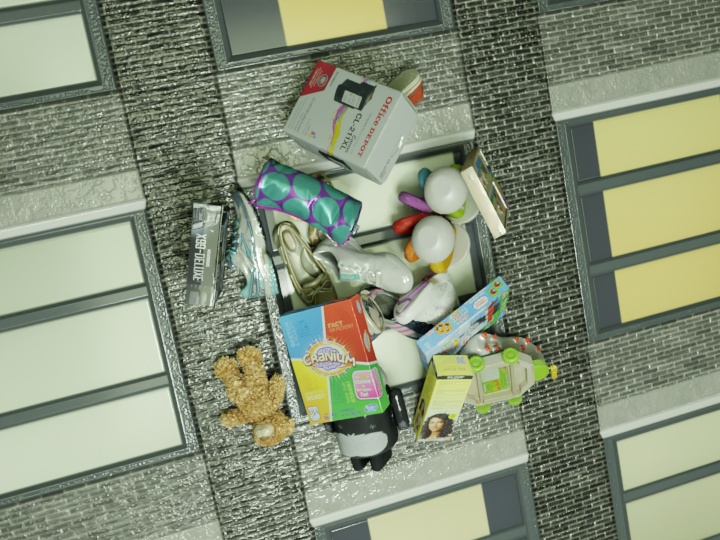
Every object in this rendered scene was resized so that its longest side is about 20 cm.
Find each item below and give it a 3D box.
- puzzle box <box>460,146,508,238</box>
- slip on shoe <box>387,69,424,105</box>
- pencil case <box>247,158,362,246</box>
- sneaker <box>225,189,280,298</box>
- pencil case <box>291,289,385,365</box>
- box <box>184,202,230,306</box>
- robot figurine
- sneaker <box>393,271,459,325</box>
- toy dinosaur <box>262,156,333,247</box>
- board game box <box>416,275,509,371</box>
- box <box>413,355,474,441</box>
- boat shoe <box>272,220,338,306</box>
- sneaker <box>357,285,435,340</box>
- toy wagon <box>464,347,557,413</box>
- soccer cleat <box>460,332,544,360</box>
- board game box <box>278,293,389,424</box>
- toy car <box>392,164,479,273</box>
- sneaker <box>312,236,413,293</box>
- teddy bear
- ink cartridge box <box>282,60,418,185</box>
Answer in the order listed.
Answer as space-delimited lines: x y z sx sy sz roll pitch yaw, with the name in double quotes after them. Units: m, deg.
0.236 -0.150 1.206 0.025 0.200 0.135 -25 102 21 "puzzle box"
0.042 -0.292 1.219 0.199 0.074 0.061 -41 133 0 "slip on shoe"
-0.094 -0.118 1.151 0.196 0.085 0.094 25 86 -7 "pencil case"
-0.212 -0.043 1.185 0.084 0.078 0.206 -17 98 -6 "sneaker"
-0.039 0.124 1.192 0.199 0.077 0.090 -40 79 24 "pencil case"
-0.261 -0.033 1.112 0.048 0.200 0.163 5 93 -9 "box"
0.007 0.274 1.232 0.146 0.125 0.206 -13 97 -12 "robot figurine"
0.134 0.065 1.208 0.074 0.199 0.101 -29 91 38 "sneaker"
-0.101 -0.143 1.207 0.099 0.058 0.204 -29 100 -6 "toy dinosaur"
0.197 0.109 1.243 0.198 0.152 0.037 -36 67 -6 "board game box"
0.156 0.249 1.240 0.073 0.051 0.204 0 130 -10 "box"
-0.101 0.001 1.216 0.072 0.063 0.205 -27 99 -7 "boat shoe"
0.086 0.091 1.250 0.195 0.082 0.072 21 89 -12 "sneaker"
0.288 0.211 1.273 0.194 0.040 0.157 -15 134 4 "toy wagon"
0.290 0.170 1.312 0.196 0.077 0.071 16 53 -27 "soccer cleat"
-0.047 0.158 1.137 0.149 0.040 0.205 -15 96 24 "board game box"
0.135 -0.105 1.221 0.147 0.174 0.206 16 93 25 "toy car"
0.000 0.000 1.180 0.197 0.088 0.077 26 128 25 "sneaker"
-0.201 0.241 1.216 0.141 0.067 0.206 -9 96 -8 "teddy bear"
-0.018 -0.264 1.146 0.197 0.083 0.148 28 89 29 "ink cartridge box"
